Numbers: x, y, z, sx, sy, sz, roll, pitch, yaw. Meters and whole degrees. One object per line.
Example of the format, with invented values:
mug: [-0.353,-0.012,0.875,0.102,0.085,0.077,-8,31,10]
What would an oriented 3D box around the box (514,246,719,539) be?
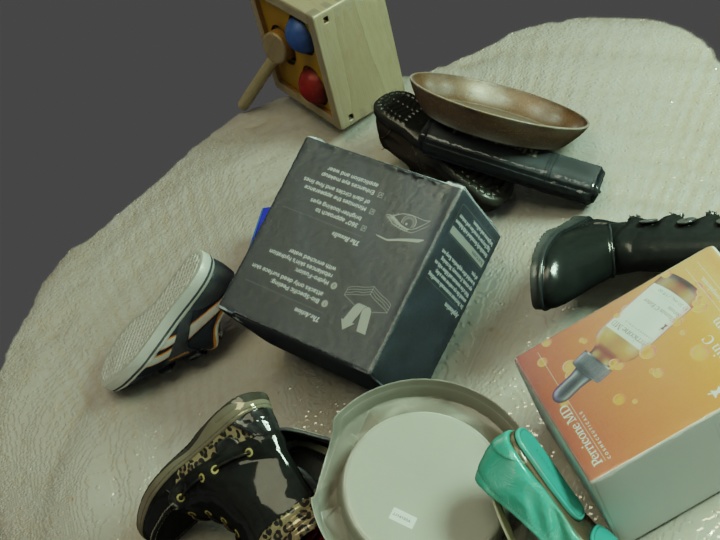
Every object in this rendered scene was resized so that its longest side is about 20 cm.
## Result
box: [0.257,0.104,1.048,0.199,0.107,0.153,-30,44,1]

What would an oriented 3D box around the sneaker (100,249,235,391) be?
sneaker: [-0.202,0.071,1.360,0.200,0.079,0.079,-45,33,22]

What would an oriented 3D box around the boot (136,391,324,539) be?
boot: [-0.117,0.230,1.154,0.200,0.073,0.151,-49,62,20]

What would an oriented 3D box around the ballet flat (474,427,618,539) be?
ballet flat: [0.165,0.220,0.996,0.070,0.067,0.200,-44,79,21]

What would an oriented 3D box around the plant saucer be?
plant saucer: [0.145,-0.168,1.331,0.200,0.199,0.035,33,115,43]

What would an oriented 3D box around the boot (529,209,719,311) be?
boot: [0.271,-0.010,1.139,0.198,0.066,0.165,3,26,29]

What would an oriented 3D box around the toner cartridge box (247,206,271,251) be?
toner cartridge box: [-0.026,-0.030,1.368,0.198,0.043,0.096,-4,49,26]

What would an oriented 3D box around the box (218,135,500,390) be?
box: [0.000,0.000,1.232,0.195,0.117,0.201,22,78,33]

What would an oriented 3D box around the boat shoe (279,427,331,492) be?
boat shoe: [-0.014,0.198,1.145,0.199,0.063,0.073,19,62,39]

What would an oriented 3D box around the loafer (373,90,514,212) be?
loafer: [0.092,-0.124,1.376,0.073,0.072,0.200,-28,55,-27]

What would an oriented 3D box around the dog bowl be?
dog bowl: [0.054,0.195,1.069,0.197,0.059,0.202,0,55,0]

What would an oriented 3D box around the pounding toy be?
pounding toy: [-0.068,-0.272,1.526,0.142,0.185,0.200,-33,42,-19]

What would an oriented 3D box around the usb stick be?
usb stick: [0.158,-0.116,1.301,0.198,0.033,0.056,19,45,13]
